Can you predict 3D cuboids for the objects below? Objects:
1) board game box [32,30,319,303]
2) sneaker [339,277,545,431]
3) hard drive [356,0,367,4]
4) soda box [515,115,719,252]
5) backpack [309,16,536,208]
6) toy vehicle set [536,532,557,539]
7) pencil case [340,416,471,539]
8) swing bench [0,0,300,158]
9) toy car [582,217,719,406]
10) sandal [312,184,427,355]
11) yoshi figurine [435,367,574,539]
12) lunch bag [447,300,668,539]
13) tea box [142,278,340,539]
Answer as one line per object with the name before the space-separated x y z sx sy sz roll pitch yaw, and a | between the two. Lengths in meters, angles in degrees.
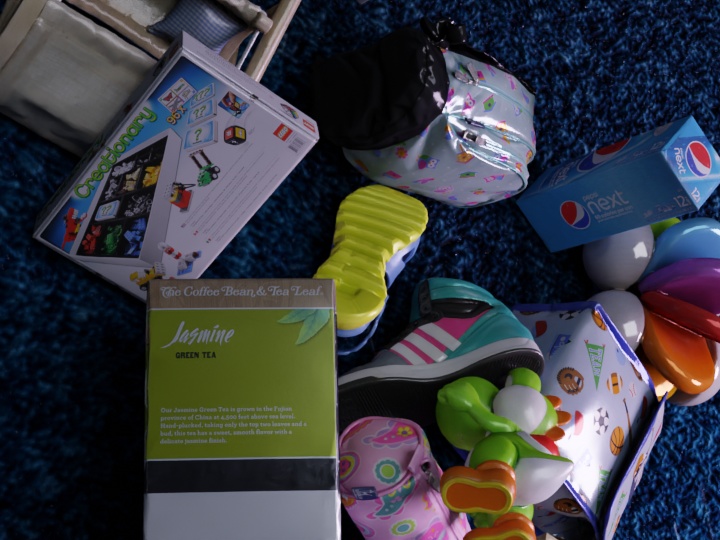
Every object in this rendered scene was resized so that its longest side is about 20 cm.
board game box | -0.142 -0.069 1.008 0.126 0.200 0.035 33 25 -24
sneaker | 0.050 0.067 1.169 0.199 0.121 0.084 -13 131 -5
hard drive | -0.036 -0.366 1.243 0.200 0.026 0.132 42 59 -19
soda box | 0.245 -0.079 1.260 0.064 0.200 0.068 -45 105 -33
backpack | 0.069 -0.136 1.194 0.200 0.167 0.127 16 76 -43
toy vehicle set | 0.219 0.336 1.171 0.200 0.026 0.124 37 42 -19
pencil case | 0.045 0.203 1.083 0.088 0.087 0.200 -57 139 -30
swing bench | -0.176 -0.184 1.041 0.199 0.130 0.200 29 64 -26
toy car | 0.317 0.032 1.313 0.175 0.150 0.201 22 67 -28
sandal | 0.000 0.000 1.156 0.079 0.087 0.200 23 43 8
yoshi figurine | 0.097 0.146 1.055 0.112 0.113 0.200 32 29 -3
lunch bag | 0.202 0.153 1.229 0.200 0.124 0.170 52 55 -30
tea box | -0.084 0.120 0.967 0.133 0.200 0.197 0 76 -4
